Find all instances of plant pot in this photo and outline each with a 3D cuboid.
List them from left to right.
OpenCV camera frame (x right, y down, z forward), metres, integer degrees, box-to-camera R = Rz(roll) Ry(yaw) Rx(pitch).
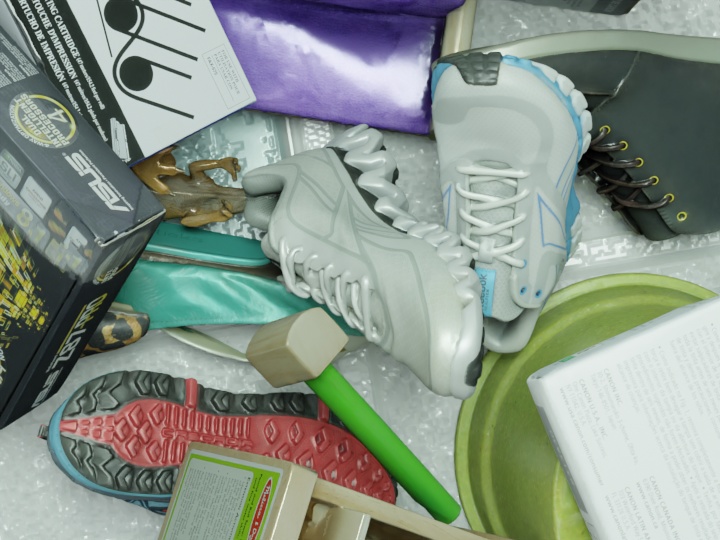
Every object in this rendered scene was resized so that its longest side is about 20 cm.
[{"bbox_3d":[0.150,0.101,0.767,0.200,0.184,0.201,0,90,1],"label":"plant pot"}]

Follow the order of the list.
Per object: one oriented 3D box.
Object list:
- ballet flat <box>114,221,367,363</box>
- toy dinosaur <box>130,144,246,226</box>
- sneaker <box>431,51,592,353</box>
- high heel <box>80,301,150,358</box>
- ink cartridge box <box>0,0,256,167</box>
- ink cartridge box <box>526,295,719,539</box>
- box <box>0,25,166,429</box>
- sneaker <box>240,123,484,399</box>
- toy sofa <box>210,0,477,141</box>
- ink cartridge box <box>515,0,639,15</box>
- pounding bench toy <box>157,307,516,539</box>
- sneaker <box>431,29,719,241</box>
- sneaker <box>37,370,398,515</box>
[{"bbox_3d":[-0.041,0.016,0.839,0.199,0.067,0.071,6,114,1],"label":"ballet flat"},{"bbox_3d":[-0.130,-0.047,0.826,0.199,0.106,0.061,13,96,-6],"label":"toy dinosaur"},{"bbox_3d":[0.071,-0.024,0.746,0.075,0.200,0.087,7,60,19],"label":"sneaker"},{"bbox_3d":[-0.201,0.086,0.824,0.199,0.071,0.143,-5,83,17],"label":"high heel"},{"bbox_3d":[-0.136,-0.147,0.719,0.094,0.044,0.200,-30,102,-25],"label":"ink cartridge box"},{"bbox_3d":[0.193,0.080,0.655,0.200,0.050,0.161,-23,89,-3],"label":"ink cartridge box"},{"bbox_3d":[-0.196,-0.044,0.727,0.200,0.049,0.161,48,132,9],"label":"box"},{"bbox_3d":[0.000,0.000,0.748,0.081,0.200,0.075,-10,124,-19],"label":"sneaker"},{"bbox_3d":[-0.041,-0.125,0.816,0.199,0.098,0.083,8,89,0],"label":"toy sofa"},{"bbox_3d":[0.068,-0.193,0.763,0.175,0.200,0.084,10,91,0],"label":"ink cartridge box"},{"bbox_3d":[0.000,0.134,0.736,0.156,0.124,0.201,22,78,-25],"label":"pounding bench toy"},{"bbox_3d":[0.128,-0.067,0.792,0.200,0.075,0.107,-4,93,-30],"label":"sneaker"},{"bbox_3d":[-0.075,0.099,0.828,0.200,0.095,0.080,20,72,-23],"label":"sneaker"}]
